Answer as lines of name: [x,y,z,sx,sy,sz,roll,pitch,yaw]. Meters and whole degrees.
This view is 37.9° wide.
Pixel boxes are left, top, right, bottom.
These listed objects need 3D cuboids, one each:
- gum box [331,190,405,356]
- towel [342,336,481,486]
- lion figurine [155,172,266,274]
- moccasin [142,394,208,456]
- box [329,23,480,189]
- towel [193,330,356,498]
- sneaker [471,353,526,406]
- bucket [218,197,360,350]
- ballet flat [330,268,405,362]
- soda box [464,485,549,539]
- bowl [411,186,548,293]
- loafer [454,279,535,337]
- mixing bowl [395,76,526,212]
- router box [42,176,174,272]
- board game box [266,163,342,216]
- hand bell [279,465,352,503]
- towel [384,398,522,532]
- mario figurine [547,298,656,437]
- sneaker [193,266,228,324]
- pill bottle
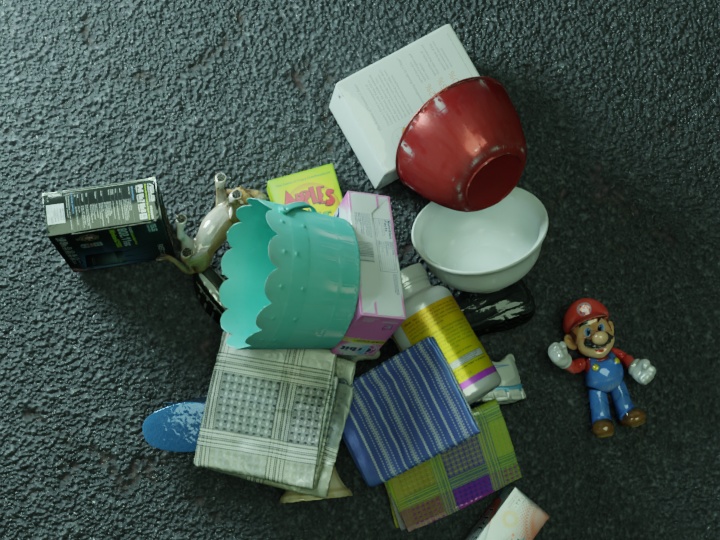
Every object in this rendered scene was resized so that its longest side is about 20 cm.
gum box: [0.000,0.000,1.426,0.065,0.114,0.202,6,59,-21]
towel: [0.051,0.193,1.415,0.199,0.024,0.146,-33,79,30]
lion figurine: [-0.205,-0.054,1.476,0.072,0.123,0.200,39,68,19]
moccasin: [-0.204,0.213,1.476,0.197,0.068,0.082,-7,90,-6]
box: [0.077,-0.241,1.556,0.198,0.106,0.153,-29,86,-11]
towel: [-0.114,0.192,1.418,0.197,0.035,0.195,11,78,6]
sneaker: [0.140,0.156,1.527,0.197,0.075,0.088,-2,75,-15]
bucket: [-0.095,0.009,1.385,0.133,0.207,0.210,7,80,-25]
ballet flat: [0.019,0.087,1.522,0.200,0.072,0.072,-44,88,-9]
soda box: [0.179,0.404,1.491,0.068,0.064,0.201,39,79,1]
bowl: [0.177,-0.031,1.524,0.198,0.091,0.202,-8,40,7]
loafer: [0.158,0.064,1.544,0.198,0.068,0.071,-17,63,-5]
mixing bowl: [0.158,-0.156,1.472,0.199,0.201,0.109,-29,54,-10]
router box: [-0.338,-0.059,1.432,0.148,0.200,0.063,-10,78,-7]
board game box: [-0.062,-0.044,1.540,0.100,0.048,0.202,-16,83,-8]
hand bell: [-0.071,0.219,1.473,0.103,0.104,0.203,-4,80,-7]
towel: [0.123,0.278,1.496,0.198,0.023,0.145,-23,111,-7]
mario figurine: [0.352,0.138,1.527,0.123,0.105,0.202,-20,92,-43]
sneaker: [-0.158,0.061,1.509,0.200,0.074,0.080,45,68,-4]
pill bottle: [0.103,0.094,1.446,0.103,0.104,0.201,-28,79,-10]
